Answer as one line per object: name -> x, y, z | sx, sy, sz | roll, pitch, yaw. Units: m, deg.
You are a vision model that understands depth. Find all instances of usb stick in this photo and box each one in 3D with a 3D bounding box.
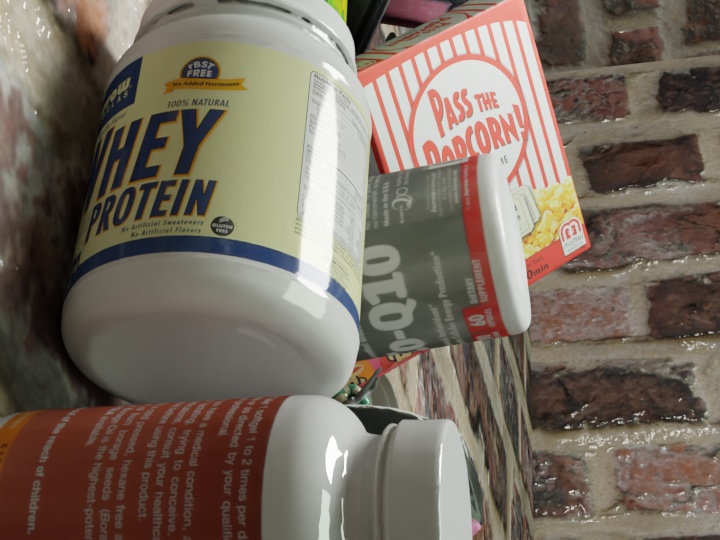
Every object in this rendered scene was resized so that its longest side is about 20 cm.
usb stick -> -0.005, -0.183, 0.899 | 0.200, 0.032, 0.056 | 123, -35, -55

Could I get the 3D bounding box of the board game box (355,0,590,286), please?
board game box -> 0.071, -0.075, 0.891 | 0.046, 0.151, 0.201 | 15, -50, 56

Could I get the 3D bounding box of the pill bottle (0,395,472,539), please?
pill bottle -> -0.057, 0.109, 0.525 | 0.112, 0.199, 0.113 | -5, 90, -77

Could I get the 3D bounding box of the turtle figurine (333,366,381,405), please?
turtle figurine -> -0.049, 0.120, 0.792 | 0.150, 0.100, 0.201 | -54, 152, -49

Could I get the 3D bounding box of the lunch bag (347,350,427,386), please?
lunch bag -> 0.015, -0.022, 0.938 | 0.082, 0.199, 0.177 | 26, -46, 54

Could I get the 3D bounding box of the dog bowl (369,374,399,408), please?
dog bowl -> -0.005, 0.187, 1.060 | 0.200, 0.058, 0.201 | -5, 90, -77

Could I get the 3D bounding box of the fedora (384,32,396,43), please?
fedora -> -0.009, -0.097, 1.062 | 0.201, 0.090, 0.177 | 76, 16, -45

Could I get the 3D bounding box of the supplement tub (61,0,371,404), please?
supplement tub -> -0.068, -0.038, 0.653 | 0.145, 0.144, 0.201 | 66, 23, -56

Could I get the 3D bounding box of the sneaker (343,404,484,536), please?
sneaker -> -0.037, 0.104, 0.646 | 0.086, 0.199, 0.081 | 6, 85, -87

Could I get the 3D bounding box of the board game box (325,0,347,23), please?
board game box -> -0.061, -0.207, 0.841 | 0.048, 0.101, 0.201 | 62, 27, -60

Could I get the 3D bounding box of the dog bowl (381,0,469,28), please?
dog bowl -> 0.014, -0.238, 1.008 | 0.200, 0.199, 0.074 | -27, 128, -76

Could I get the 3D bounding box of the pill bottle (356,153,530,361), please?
pill bottle -> 0.000, 0.000, 0.798 | 0.114, 0.199, 0.115 | -11, 90, -78
